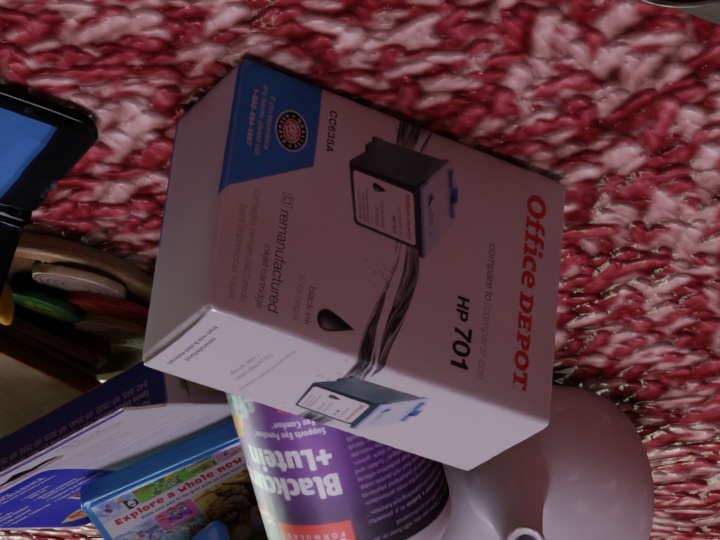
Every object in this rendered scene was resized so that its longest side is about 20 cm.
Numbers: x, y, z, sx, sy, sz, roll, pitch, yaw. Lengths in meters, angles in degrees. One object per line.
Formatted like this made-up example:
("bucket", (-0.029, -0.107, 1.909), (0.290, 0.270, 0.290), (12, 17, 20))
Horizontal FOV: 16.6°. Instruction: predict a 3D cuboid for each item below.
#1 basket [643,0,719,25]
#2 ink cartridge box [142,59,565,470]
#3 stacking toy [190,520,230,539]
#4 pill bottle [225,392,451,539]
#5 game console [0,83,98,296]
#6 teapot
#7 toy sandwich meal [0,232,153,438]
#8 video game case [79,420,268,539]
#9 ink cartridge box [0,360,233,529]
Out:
("basket", (0.225, -0.135, 0.964), (0.199, 0.137, 0.180), (20, 155, -32))
("ink cartridge box", (0.000, 0.000, 1.271), (0.199, 0.147, 0.086), (19, 150, -23))
("stacking toy", (-0.018, 0.232, 1.525), (0.198, 0.110, 0.117), (10, 124, -17))
("pill bottle", (-0.010, 0.111, 1.431), (0.111, 0.111, 0.201), (-6, 113, 25))
("game console", (-0.267, -0.032, 1.319), (0.199, 0.174, 0.119), (19, 178, -22))
("teapot", (0.103, 0.177, 1.555), (0.199, 0.147, 0.197), (12, 141, -37))
("toy sandwich meal", (-0.205, 0.045, 1.503), (0.203, 0.071, 0.206), (6, 154, 3))
("video game case", (-0.071, 0.176, 1.556), (0.142, 0.018, 0.201), (-23, 130, 6))
("ink cartridge box", (-0.164, 0.106, 1.511), (0.197, 0.047, 0.200), (-28, 161, 26))
